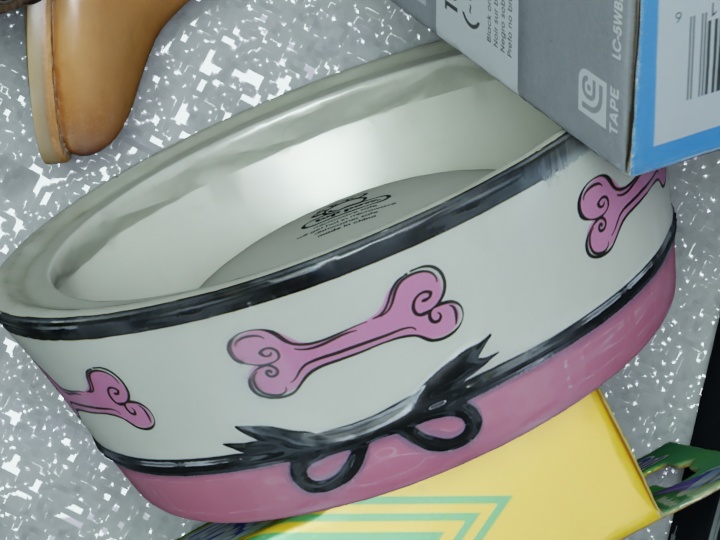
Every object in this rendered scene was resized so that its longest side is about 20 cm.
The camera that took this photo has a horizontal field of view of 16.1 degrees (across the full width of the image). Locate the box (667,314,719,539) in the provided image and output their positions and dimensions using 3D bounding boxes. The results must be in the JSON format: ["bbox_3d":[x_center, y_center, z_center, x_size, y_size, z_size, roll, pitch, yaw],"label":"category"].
[{"bbox_3d":[0.171,0.062,0.729,0.124,0.200,0.197,15,87,-5],"label":"box"}]

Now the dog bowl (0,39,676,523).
[{"bbox_3d":[0.000,0.000,0.725,0.200,0.200,0.074,-24,106,-5],"label":"dog bowl"}]

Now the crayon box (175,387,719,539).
[{"bbox_3d":[0.008,0.079,0.752,0.200,0.126,0.052,-27,91,-6],"label":"crayon box"}]

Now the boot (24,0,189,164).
[{"bbox_3d":[-0.016,-0.117,0.783,0.155,0.077,0.200,13,76,-2],"label":"boot"}]

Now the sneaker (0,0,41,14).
[{"bbox_3d":[-0.123,-0.089,0.694,0.200,0.070,0.076,-34,122,-4],"label":"sneaker"}]

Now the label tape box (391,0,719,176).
[{"bbox_3d":[0.079,-0.110,0.702,0.144,0.200,0.063,-17,124,-23],"label":"label tape box"}]
